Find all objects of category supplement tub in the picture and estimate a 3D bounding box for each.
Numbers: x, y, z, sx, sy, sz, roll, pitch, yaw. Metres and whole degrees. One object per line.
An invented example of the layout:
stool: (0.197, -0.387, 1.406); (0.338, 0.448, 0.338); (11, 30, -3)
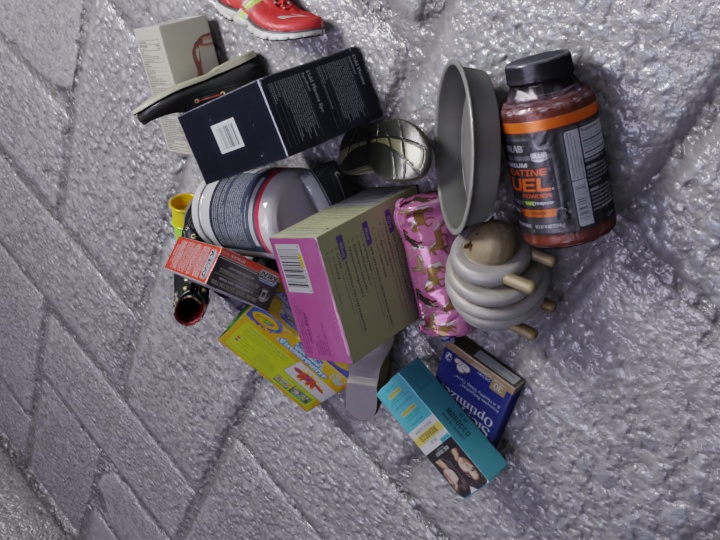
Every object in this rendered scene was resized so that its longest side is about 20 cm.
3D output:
supplement tub: (0.210, -0.132, 0.916); (0.107, 0.107, 0.200); (2, 114, 46)
supplement tub: (-0.151, -0.089, 1.293); (0.200, 0.140, 0.141); (8, 118, 43)

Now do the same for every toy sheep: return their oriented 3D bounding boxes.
toy sheep: (0.169, 0.014, 1.034); (0.138, 0.138, 0.200); (29, 147, 32)

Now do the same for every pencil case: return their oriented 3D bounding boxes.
pencil case: (0.103, -0.008, 1.118); (0.083, 0.086, 0.201); (2, 112, 42)

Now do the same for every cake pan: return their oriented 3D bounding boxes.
cake pan: (0.122, -0.141, 0.974); (0.200, 0.037, 0.201); (178, 90, -84)

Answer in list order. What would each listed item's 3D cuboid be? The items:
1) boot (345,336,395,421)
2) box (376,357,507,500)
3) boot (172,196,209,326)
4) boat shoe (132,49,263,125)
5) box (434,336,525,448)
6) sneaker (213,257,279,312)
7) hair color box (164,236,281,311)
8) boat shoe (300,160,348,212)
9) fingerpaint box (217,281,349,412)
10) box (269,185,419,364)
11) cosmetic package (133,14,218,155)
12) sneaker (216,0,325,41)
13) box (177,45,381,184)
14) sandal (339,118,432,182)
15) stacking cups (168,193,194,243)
boot: (0.021, 0.126, 1.304); (0.073, 0.075, 0.201); (14, 104, 20)
box: (0.116, 0.231, 1.230); (0.200, 0.049, 0.082); (50, 140, 11)
boot: (-0.276, -0.019, 1.452); (0.154, 0.073, 0.204); (-101, 29, -47)
boat shoe: (-0.236, -0.258, 1.248); (0.063, 0.201, 0.074); (68, 171, -19)
box: (0.158, 0.199, 1.231); (0.121, 0.032, 0.200); (35, 135, 26)
sneaker: (-0.193, 0.010, 1.427); (0.087, 0.075, 0.200); (29, 141, -13)
hair color box: (-0.215, 0.002, 1.305); (0.200, 0.111, 0.064); (16, 80, 59)
boat shoe: (-0.019, -0.067, 1.225); (0.200, 0.057, 0.069); (61, 176, -27)
fingerpaint box: (-0.110, 0.124, 1.389); (0.200, 0.073, 0.167); (40, 141, -8)
box: (0.000, 0.000, 1.142); (0.097, 0.200, 0.176); (3, 115, 46)
cosmetic package: (-0.274, -0.292, 1.331); (0.103, 0.087, 0.200); (19, 128, 52)
sneaker: (-0.129, -0.370, 1.154); (0.200, 0.077, 0.085); (30, 127, 30)
box: (-0.110, -0.209, 1.145); (0.200, 0.182, 0.104); (-8, 108, 49)
sandal: (0.038, -0.157, 1.122); (0.201, 0.057, 0.080); (19, 96, 59)
stacking cups: (-0.316, -0.041, 1.559); (0.060, 0.060, 0.200); (29, 133, 31)
